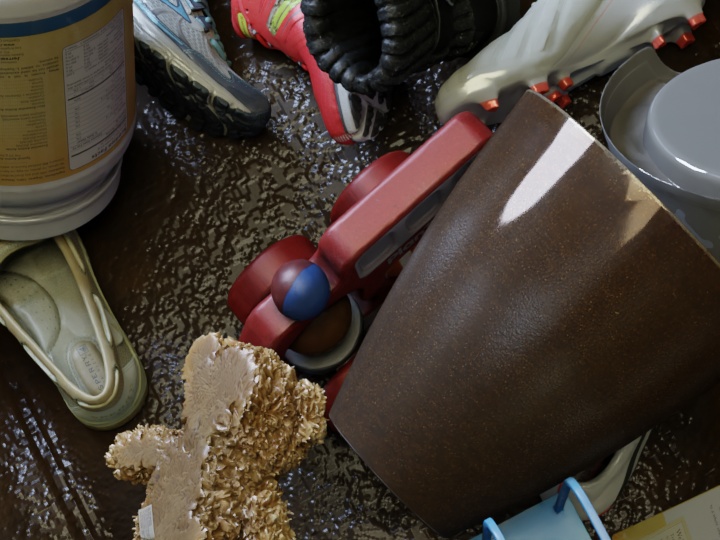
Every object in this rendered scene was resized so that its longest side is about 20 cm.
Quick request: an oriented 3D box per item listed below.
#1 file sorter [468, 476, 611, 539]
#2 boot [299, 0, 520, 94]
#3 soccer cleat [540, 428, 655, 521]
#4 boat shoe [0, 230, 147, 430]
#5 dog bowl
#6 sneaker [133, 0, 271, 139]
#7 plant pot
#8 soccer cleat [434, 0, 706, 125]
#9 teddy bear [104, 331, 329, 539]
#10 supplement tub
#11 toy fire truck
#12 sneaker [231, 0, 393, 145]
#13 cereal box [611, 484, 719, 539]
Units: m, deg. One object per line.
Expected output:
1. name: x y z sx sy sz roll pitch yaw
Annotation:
1. file sorter: 0.054 0.213 1.016 0.199 0.123 0.140 -27 74 -5
2. boot: 0.006 -0.214 1.198 0.079 0.157 0.212 -36 79 38
3. soccer cleat: 0.161 0.054 1.155 0.068 0.085 0.201 26 78 13
4. boat shoe: -0.202 0.008 1.220 0.073 0.063 0.202 -31 73 -4
5. dog bowl: 0.240 -0.073 1.152 0.198 0.059 0.201 -3 38 3
6. sneaker: -0.124 -0.168 1.259 0.200 0.078 0.086 40 75 14
7. plant pot: 0.085 0.041 1.047 0.200 0.187 0.187 -45 74 1
8. soccer cleat: 0.124 -0.148 1.221 0.199 0.069 0.078 -26 75 -18
9. teddy bear: -0.086 0.139 1.079 0.144 0.067 0.202 0 72 39
10. supplement tub: -0.207 -0.132 1.170 0.143 0.201 0.146 3 46 -3
11. toy fire truck: 0.000 0.000 1.146 0.200 0.168 0.112 -40 73 -6
12. sneaker: -0.040 -0.162 1.260 0.084 0.077 0.202 -26 67 18
13. cereal box: 0.243 0.178 1.075 0.199 0.039 0.145 -31 67 38
